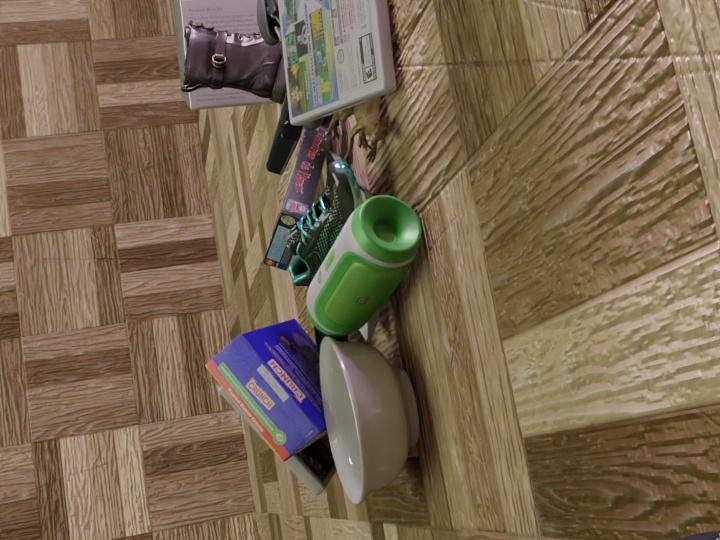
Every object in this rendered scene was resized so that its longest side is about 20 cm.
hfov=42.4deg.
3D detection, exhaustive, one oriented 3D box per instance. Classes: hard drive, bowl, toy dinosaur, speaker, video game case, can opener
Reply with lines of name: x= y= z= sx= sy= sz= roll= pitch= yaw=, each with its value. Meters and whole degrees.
hard drive: x=-0.102 y=-0.235 z=1.395 sx=0.200 sy=0.032 sz=0.141 roll=145 pitch=141 yaw=-77
bowl: x=0.015 y=0.173 z=1.124 sx=0.201 sy=0.089 sz=0.204 roll=171 pitch=90 yaw=-76
toy dinosaur: x=0.001 y=-0.196 z=1.116 sx=0.102 sy=0.058 sz=0.201 roll=-64 pitch=34 yaw=38
speaker: x=0.000 y=0.000 z=1.064 sx=0.200 sy=0.087 sz=0.089 roll=123 pitch=138 yaw=-53
video game case: x=-0.104 y=0.215 z=1.342 sx=0.200 sy=0.023 sz=0.182 roll=47 pitch=-166 yaw=2
video game case: x=-0.033 y=-0.286 z=1.073 sx=0.181 sy=0.022 sz=0.203 roll=-8 pitch=87 yaw=50
can opener: x=-0.084 y=-0.274 z=1.194 sx=0.067 sy=0.053 sz=0.202 roll=-24 pitch=81 yaw=55

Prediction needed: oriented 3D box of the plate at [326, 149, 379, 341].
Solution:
plate: x=-0.007 y=-0.039 z=1.228 sx=0.200 sy=0.032 sz=0.202 roll=-125 pitch=31 yaw=-62

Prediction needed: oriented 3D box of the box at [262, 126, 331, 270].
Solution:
box: x=-0.081 y=-0.120 z=1.272 sx=0.137 sy=0.037 sz=0.202 roll=118 pitch=167 yaw=-58

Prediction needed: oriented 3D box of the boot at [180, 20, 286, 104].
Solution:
boot: x=-0.186 y=-0.357 z=1.438 sx=0.069 sy=0.172 sz=0.203 roll=133 pitch=148 yaw=-73

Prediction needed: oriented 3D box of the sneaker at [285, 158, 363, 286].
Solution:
sneaker: x=-0.046 y=-0.046 z=1.133 sx=0.202 sy=0.090 sz=0.078 roll=97 pitch=158 yaw=-43

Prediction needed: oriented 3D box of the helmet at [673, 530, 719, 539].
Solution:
helmet: x=0.164 y=0.210 z=0.366 sx=0.200 sy=0.191 sz=0.200 roll=40 pitch=167 yaw=11

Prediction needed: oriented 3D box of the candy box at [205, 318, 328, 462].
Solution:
candy box: x=-0.100 y=0.161 z=1.297 sx=0.170 sy=0.077 sz=0.200 roll=50 pitch=-166 yaw=9

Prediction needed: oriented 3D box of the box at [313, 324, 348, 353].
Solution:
box: x=-0.049 y=0.026 z=1.302 sx=0.121 sy=0.032 sz=0.203 roll=-142 pitch=47 yaw=-74

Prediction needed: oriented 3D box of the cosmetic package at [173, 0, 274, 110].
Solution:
cosmetic package: x=-0.260 y=-0.422 z=1.762 sx=0.166 sy=0.165 sz=0.203 roll=-131 pitch=37 yaw=-66
